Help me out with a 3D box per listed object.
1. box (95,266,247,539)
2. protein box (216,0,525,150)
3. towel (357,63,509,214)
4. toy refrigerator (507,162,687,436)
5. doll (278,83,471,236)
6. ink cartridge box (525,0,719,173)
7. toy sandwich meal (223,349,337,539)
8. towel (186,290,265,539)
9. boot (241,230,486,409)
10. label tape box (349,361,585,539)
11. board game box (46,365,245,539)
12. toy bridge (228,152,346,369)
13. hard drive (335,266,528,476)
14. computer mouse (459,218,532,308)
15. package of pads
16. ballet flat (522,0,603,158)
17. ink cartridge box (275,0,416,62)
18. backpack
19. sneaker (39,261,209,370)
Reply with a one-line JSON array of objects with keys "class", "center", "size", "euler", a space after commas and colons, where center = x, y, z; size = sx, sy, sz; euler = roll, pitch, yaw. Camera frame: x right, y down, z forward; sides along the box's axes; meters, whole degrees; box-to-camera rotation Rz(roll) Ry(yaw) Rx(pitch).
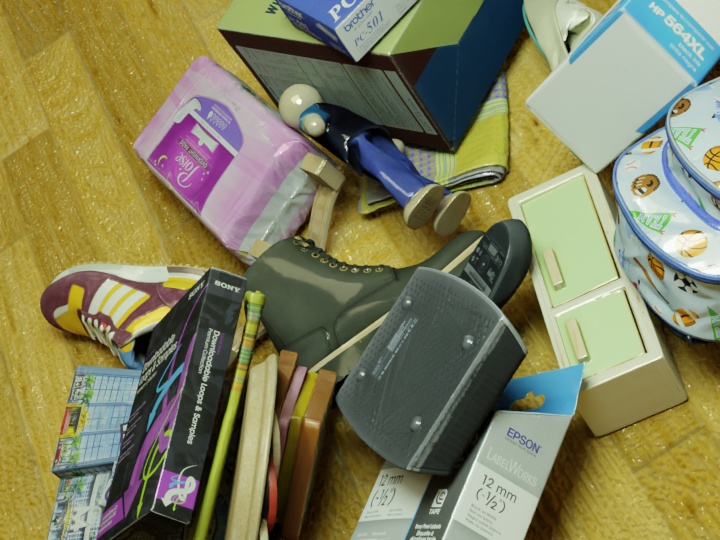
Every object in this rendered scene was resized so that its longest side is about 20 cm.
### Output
[{"class": "box", "center": [-0.146, 0.112, 1.257], "size": [0.143, 0.036, 0.201], "euler": [-41, 32, 56]}, {"class": "protein box", "center": [0.022, -0.236, 1.458], "size": [0.199, 0.135, 0.199], "euler": [14, 65, 37]}, {"class": "towel", "center": [0.064, -0.141, 1.469], "size": [0.143, 0.023, 0.201], "euler": [-14, 51, 23]}, {"class": "toy refrigerator", "center": [0.176, 0.017, 1.247], "size": [0.076, 0.070, 0.201], "euler": [-24, 48, 13]}, {"class": "doll", "center": [0.000, -0.103, 1.382], "size": [0.200, 0.136, 0.049], "euler": [41, 108, 35]}, {"class": "ink cartridge box", "center": [0.238, -0.189, 1.272], "size": [0.200, 0.084, 0.146], "euler": [-46, 0, -34]}, {"class": "toy sandwich meal", "center": [-0.058, 0.154, 1.217], "size": [0.070, 0.205, 0.206], "euler": [8, 54, -5]}, {"class": "towel", "center": [-0.102, 0.113, 1.237], "size": [0.018, 0.086, 0.201], "euler": [13, 87, -1]}, {"class": "boot", "center": [0.000, 0.000, 1.329], "size": [0.200, 0.077, 0.139], "euler": [-38, 70, 0]}, {"class": "label tape box", "center": [0.069, 0.148, 1.168], "size": [0.143, 0.066, 0.201], "euler": [-19, 44, 62]}, {"class": "board game box", "center": [-0.156, 0.162, 1.345], "size": [0.199, 0.062, 0.201], "euler": [-12, 51, 25]}, {"class": "toy bridge", "center": [-0.067, -0.005, 1.410], "size": [0.027, 0.067, 0.200], "euler": [26, 81, 42]}, {"class": "hard drive", "center": [0.050, 0.072, 1.177], "size": [0.135, 0.042, 0.200], "euler": [-58, 17, 0]}, {"class": "computer mouse", "center": [0.080, 0.050, 1.267], "size": [0.200, 0.034, 0.059], "euler": [-60, 28, 18]}, {"class": "package of pads", "center": [-0.115, -0.099, 1.497], "size": [0.121, 0.076, 0.200], "euler": [-53, 45, 5]}, {"class": "ballet flat", "center": [0.190, -0.178, 1.386], "size": [0.069, 0.069, 0.201], "euler": [-24, 55, 14]}, {"class": "ink cartridge box", "center": [0.029, -0.268, 1.353], "size": [0.200, 0.044, 0.094], "euler": [-47, 46, -8]}, {"class": "backpack", "center": [0.275, -0.044, 1.160], "size": [0.190, 0.154, 0.200], "euler": [-29, 45, -8]}, {"class": "sneaker", "center": [-0.211, 0.046, 1.457], "size": [0.199, 0.075, 0.090], "euler": [-5, 49, 29]}]
